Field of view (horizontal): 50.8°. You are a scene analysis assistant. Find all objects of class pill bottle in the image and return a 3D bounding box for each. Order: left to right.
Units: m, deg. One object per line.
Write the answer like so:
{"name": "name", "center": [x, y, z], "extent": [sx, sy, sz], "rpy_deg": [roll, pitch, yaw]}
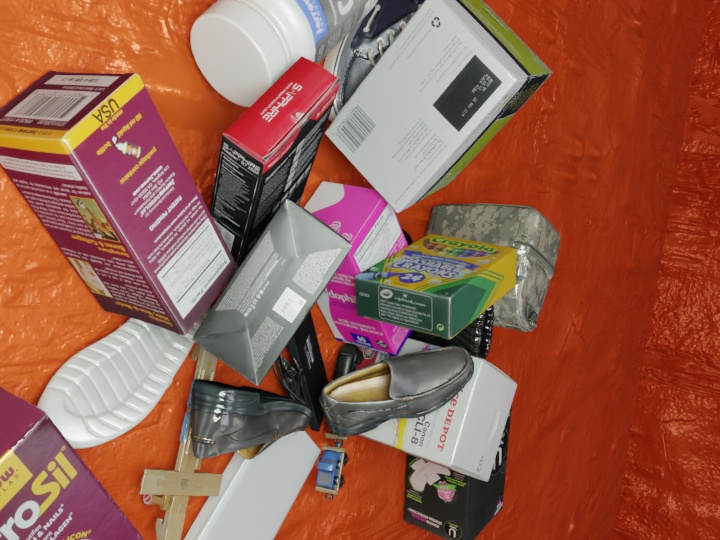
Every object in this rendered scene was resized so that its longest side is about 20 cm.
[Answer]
{"name": "pill bottle", "center": [-0.071, -0.257, 0.749], "extent": [0.201, 0.112, 0.115], "rpy_deg": [-54, 140, -33]}

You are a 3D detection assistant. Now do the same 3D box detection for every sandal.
{"name": "sandal", "center": [-0.209, 0.089, 0.700], "extent": [0.203, 0.082, 0.050], "rpy_deg": [-48, 180, -40]}

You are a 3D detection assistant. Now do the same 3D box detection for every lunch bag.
{"name": "lunch bag", "center": [0.185, 0.000, 1.145], "extent": [0.139, 0.197, 0.170], "rpy_deg": [36, 67, -51]}

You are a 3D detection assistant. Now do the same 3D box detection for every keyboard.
{"name": "keyboard", "center": [-0.081, 0.107, 0.932], "extent": [0.105, 0.039, 0.203], "rpy_deg": [-71, 154, -55]}

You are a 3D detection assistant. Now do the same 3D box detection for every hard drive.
{"name": "hard drive", "center": [-0.127, 0.272, 0.907], "extent": [0.201, 0.026, 0.133], "rpy_deg": [-59, 142, -26]}

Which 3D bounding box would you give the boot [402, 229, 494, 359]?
{"name": "boot", "center": [0.104, 0.029, 1.060], "extent": [0.080, 0.156, 0.213], "rpy_deg": [-50, 137, -35]}

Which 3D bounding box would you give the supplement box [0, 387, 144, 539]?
{"name": "supplement box", "center": [-0.271, 0.207, 0.598], "extent": [0.131, 0.102, 0.202], "rpy_deg": [-50, 137, -34]}

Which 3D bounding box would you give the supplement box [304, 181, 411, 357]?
{"name": "supplement box", "center": [0.000, 0.000, 0.946], "extent": [0.104, 0.100, 0.201], "rpy_deg": [-55, 140, -30]}

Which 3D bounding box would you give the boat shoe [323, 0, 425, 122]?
{"name": "boat shoe", "center": [0.024, -0.269, 0.907], "extent": [0.074, 0.092, 0.203], "rpy_deg": [33, 72, -55]}

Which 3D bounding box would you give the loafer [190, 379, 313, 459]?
{"name": "loafer", "center": [-0.118, 0.164, 0.814], "extent": [0.199, 0.072, 0.074], "rpy_deg": [26, 75, -58]}

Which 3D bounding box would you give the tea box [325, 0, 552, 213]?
{"name": "tea box", "center": [0.096, -0.199, 0.893], "extent": [0.200, 0.134, 0.196], "rpy_deg": [-47, 172, 28]}

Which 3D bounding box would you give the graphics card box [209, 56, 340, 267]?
{"name": "graphics card box", "center": [-0.090, -0.094, 0.734], "extent": [0.126, 0.050, 0.201], "rpy_deg": [-54, 175, -32]}

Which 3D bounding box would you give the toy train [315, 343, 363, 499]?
{"name": "toy train", "center": [-0.028, 0.196, 0.995], "extent": [0.046, 0.034, 0.204], "rpy_deg": [42, 55, -66]}

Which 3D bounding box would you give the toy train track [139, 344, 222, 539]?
{"name": "toy train track", "center": [-0.184, 0.174, 0.787], "extent": [0.114, 0.032, 0.204], "rpy_deg": [28, 69, -56]}

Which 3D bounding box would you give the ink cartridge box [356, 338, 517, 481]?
{"name": "ink cartridge box", "center": [0.089, 0.182, 1.047], "extent": [0.144, 0.198, 0.147], "rpy_deg": [35, 71, -54]}

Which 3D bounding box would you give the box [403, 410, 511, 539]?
{"name": "box", "center": [0.163, 0.323, 1.271], "extent": [0.148, 0.123, 0.204], "rpy_deg": [-18, 115, -51]}

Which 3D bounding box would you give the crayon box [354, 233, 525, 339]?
{"name": "crayon box", "center": [0.099, 0.007, 0.893], "extent": [0.199, 0.124, 0.052], "rpy_deg": [-28, 122, -49]}

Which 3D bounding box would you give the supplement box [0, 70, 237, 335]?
{"name": "supplement box", "center": [-0.197, -0.053, 0.622], "extent": [0.086, 0.109, 0.202], "rpy_deg": [-54, 140, -33]}

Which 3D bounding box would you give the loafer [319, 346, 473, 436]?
{"name": "loafer", "center": [0.045, 0.140, 0.927], "extent": [0.197, 0.073, 0.073], "rpy_deg": [-24, 143, -3]}

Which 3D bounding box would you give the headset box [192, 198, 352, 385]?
{"name": "headset box", "center": [-0.078, 0.013, 0.748], "extent": [0.150, 0.077, 0.200], "rpy_deg": [-55, -175, 3]}
